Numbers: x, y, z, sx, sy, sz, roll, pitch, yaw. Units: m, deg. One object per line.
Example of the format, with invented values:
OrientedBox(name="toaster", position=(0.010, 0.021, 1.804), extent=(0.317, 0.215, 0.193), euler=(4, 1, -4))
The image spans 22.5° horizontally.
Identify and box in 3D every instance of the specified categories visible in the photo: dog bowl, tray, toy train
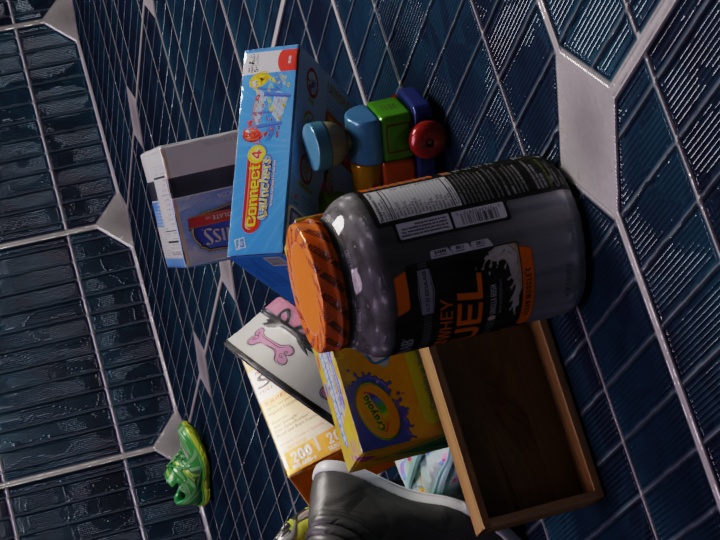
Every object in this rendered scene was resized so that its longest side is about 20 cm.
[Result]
OrientedBox(name="dog bowl", position=(-0.034, 0.101, 1.794), extent=(0.200, 0.074, 0.200), euler=(35, 178, 1))
OrientedBox(name="tray", position=(0.108, 0.095, 1.401), extent=(0.037, 0.098, 0.201), euler=(115, 140, -70))
OrientedBox(name="toy train", position=(0.014, -0.055, 1.608), extent=(0.085, 0.115, 0.201), euler=(-125, 26, -58))

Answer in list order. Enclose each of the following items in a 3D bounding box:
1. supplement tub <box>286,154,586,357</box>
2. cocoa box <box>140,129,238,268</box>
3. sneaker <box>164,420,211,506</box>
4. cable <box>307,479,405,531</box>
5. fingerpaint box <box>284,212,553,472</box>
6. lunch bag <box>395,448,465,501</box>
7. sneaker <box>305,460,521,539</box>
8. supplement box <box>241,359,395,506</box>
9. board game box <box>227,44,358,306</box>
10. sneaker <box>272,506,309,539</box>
OrientedBox(name="supplement tub", position=(0.053, -0.008, 1.319), extent=(0.123, 0.199, 0.123), euler=(167, 90, -77))
OrientedBox(name="cocoa box", position=(-0.117, -0.085, 1.929), extent=(0.133, 0.199, 0.132), euler=(180, 77, -75))
OrientedBox(name="sneaker", position=(-0.331, 0.376, 3.441), extent=(0.074, 0.083, 0.201), euler=(-120, 23, -52))
OrientedBox(name="cable", position=(0.054, 0.269, 1.646), extent=(0.200, 0.163, 0.051), euler=(44, 142, 46))
OrientedBox(name="fingerpaint box", position=(0.045, 0.044, 1.471), extent=(0.073, 0.166, 0.201), euler=(116, 139, -68))
OrientedBox(name="lunch bag", position=(0.071, 0.124, 1.620), extent=(0.200, 0.077, 0.161), euler=(99, 155, -58))
OrientedBox(name="sneaker", position=(0.040, 0.245, 1.586), extent=(0.071, 0.199, 0.099), euler=(107, -177, -55))
OrientedBox(name="supplement box", position=(-0.042, 0.139, 1.957), extent=(0.074, 0.126, 0.200), euler=(59, -177, -47))
OrientedBox(name="board game box", position=(-0.049, -0.077, 1.663), extent=(0.200, 0.056, 0.197), euler=(40, -130, -62))
OrientedBox(name="sneaker", position=(-0.014, 0.301, 1.954), extent=(0.076, 0.199, 0.076), euler=(48, 118, 37))
